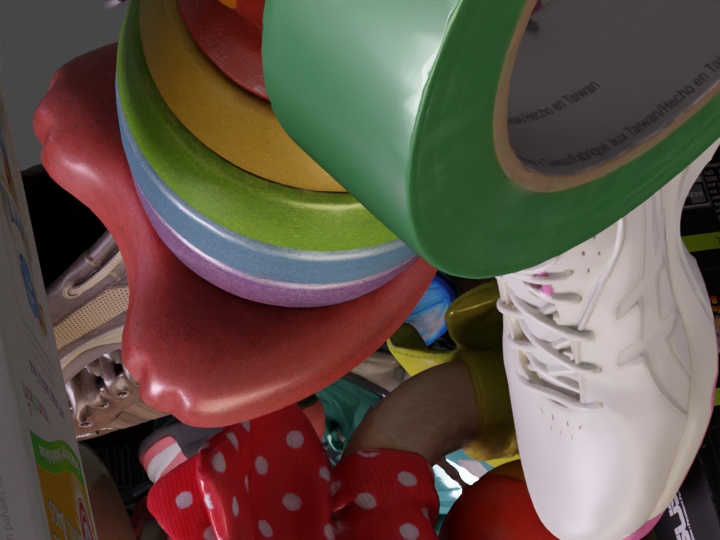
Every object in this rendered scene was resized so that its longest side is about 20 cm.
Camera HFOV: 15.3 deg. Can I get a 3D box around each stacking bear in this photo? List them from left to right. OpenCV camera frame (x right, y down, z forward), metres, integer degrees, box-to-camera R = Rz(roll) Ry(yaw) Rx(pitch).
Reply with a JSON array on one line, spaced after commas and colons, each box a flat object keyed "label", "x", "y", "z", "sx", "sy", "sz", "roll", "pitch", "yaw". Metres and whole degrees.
[{"label": "stacking bear", "x": -0.013, "y": -0.062, "z": 0.695, "sx": 0.113, "sy": 0.122, "sz": 0.200, "roll": -17, "pitch": 157, "yaw": -18}]

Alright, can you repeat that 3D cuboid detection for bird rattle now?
[{"label": "bird rattle", "x": 0.039, "y": 0.075, "z": 0.878, "sx": 0.200, "sy": 0.163, "sz": 0.113, "roll": -33, "pitch": 161, "yaw": -47}]

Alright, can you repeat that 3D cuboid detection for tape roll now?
[{"label": "tape roll", "x": 0.066, "y": -0.091, "z": 0.596, "sx": 0.200, "sy": 0.048, "sz": 0.201, "roll": -39, "pitch": 156, "yaw": -22}]

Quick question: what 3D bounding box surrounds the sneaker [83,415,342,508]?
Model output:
[{"label": "sneaker", "x": -0.061, "y": 0.074, "z": 1.143, "sx": 0.199, "sy": 0.080, "sz": 0.096, "roll": -16, "pitch": 162, "yaw": 3}]

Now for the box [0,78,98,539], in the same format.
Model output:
[{"label": "box", "x": -0.134, "y": 0.007, "z": 0.640, "sx": 0.112, "sy": 0.201, "sz": 0.101, "roll": -14, "pitch": 164, "yaw": -1}]

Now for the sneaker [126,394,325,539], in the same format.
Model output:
[{"label": "sneaker", "x": -0.043, "y": 0.106, "z": 1.044, "sx": 0.073, "sy": 0.087, "sz": 0.200, "roll": -22, "pitch": 162, "yaw": -24}]

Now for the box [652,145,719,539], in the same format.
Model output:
[{"label": "box", "x": 0.172, "y": 0.005, "z": 0.911, "sx": 0.199, "sy": 0.194, "sz": 0.048, "roll": -7, "pitch": 162, "yaw": -26}]

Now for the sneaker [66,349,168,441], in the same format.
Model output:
[{"label": "sneaker", "x": -0.085, "y": 0.032, "z": 0.946, "sx": 0.075, "sy": 0.071, "sz": 0.200, "roll": -30, "pitch": -179, "yaw": -35}]

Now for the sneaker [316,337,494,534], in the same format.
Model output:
[{"label": "sneaker", "x": 0.017, "y": 0.066, "z": 1.058, "sx": 0.199, "sy": 0.080, "sz": 0.077, "roll": 22, "pitch": -168, "yaw": 31}]

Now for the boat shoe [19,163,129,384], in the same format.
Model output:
[{"label": "boat shoe", "x": -0.116, "y": -0.002, "z": 0.886, "sx": 0.199, "sy": 0.075, "sz": 0.073, "roll": -26, "pitch": 142, "yaw": 31}]

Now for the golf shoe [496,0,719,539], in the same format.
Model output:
[{"label": "golf shoe", "x": 0.061, "y": -0.007, "z": 0.802, "sx": 0.075, "sy": 0.201, "sz": 0.091, "roll": 15, "pitch": -159, "yaw": 40}]

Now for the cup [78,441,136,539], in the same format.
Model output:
[{"label": "cup", "x": -0.164, "y": 0.132, "z": 1.050, "sx": 0.142, "sy": 0.201, "sz": 0.200, "roll": -14, "pitch": 165, "yaw": -21}]

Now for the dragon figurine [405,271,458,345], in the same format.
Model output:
[{"label": "dragon figurine", "x": 0.000, "y": 0.000, "z": 0.985, "sx": 0.099, "sy": 0.059, "sz": 0.200, "roll": -7, "pitch": 161, "yaw": -24}]

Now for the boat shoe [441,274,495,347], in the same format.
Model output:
[{"label": "boat shoe", "x": 0.102, "y": 0.010, "z": 1.002, "sx": 0.065, "sy": 0.074, "sz": 0.200, "roll": -25, "pitch": -149, "yaw": -33}]
